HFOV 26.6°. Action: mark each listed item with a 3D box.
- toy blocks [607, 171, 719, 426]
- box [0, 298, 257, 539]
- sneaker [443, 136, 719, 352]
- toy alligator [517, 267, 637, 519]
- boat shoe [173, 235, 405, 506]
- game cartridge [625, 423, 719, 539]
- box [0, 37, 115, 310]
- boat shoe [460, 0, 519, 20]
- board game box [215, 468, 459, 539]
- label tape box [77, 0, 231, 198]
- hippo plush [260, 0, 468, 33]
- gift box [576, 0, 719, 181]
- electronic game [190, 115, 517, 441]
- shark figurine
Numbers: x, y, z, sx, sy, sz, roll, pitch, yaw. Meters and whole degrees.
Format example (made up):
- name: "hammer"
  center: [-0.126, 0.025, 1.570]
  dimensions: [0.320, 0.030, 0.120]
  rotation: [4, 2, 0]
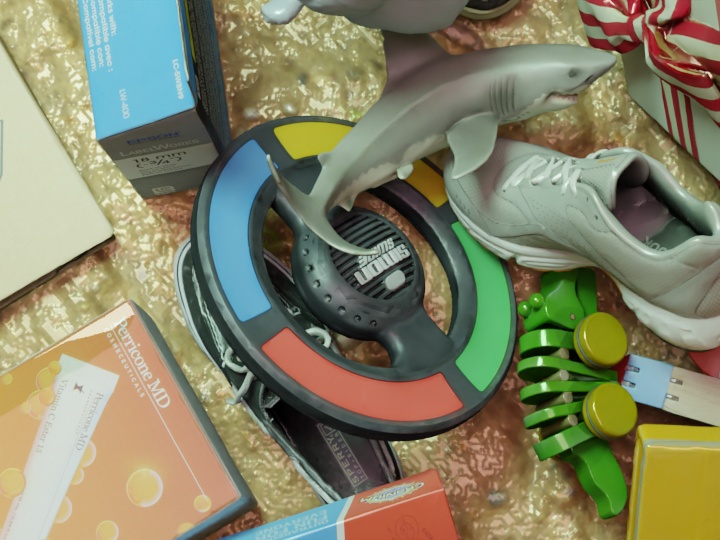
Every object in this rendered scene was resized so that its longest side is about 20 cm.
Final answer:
- name: "toy blocks"
  center: [0.221, 0.014, 0.852]
  dimensions: [0.135, 0.100, 0.203]
  rotation: [16, 89, 17]
- name: "box"
  center: [-0.173, 0.125, 0.830]
  dimensions: [0.199, 0.098, 0.125]
  rotation: [-31, 80, -5]
- name: "sneaker"
  center: [0.123, -0.040, 0.812]
  dimensions: [0.199, 0.092, 0.076]
  rotation: [28, 65, 32]
- name: "toy alligator"
  center: [0.111, 0.038, 0.851]
  dimensions: [0.054, 0.059, 0.203]
  rotation: [4, 70, -26]
- name: "boat shoe"
  center: [-0.042, 0.058, 0.853]
  dimensions: [0.073, 0.068, 0.201]
  rotation: [-29, 81, -4]
- name: "game cartridge"
  center: [0.239, 0.166, 0.807]
  dimensions: [0.197, 0.033, 0.179]
  rotation: [1, 111, -1]
- name: "box"
  center: [-0.262, -0.062, 0.904]
  dimensions: [0.162, 0.021, 0.201]
  rotation: [-31, 80, -4]
- name: "boat shoe"
  center: [0.030, -0.241, 0.907]
  dimensions: [0.071, 0.066, 0.202]
  rotation: [-32, 81, -5]
- name: "board game box"
  center: [-0.001, 0.225, 0.806]
  dimensions: [0.151, 0.040, 0.202]
  rotation: [-18, 99, -2]
- name: "label tape box"
  center: [-0.117, -0.135, 0.823]
  dimensions: [0.062, 0.200, 0.146]
  rotation: [-9, 79, 0]
- name: "hippo plush"
  center: [0.011, -0.211, 0.767]
  dimensions: [0.158, 0.199, 0.163]
  rotation: [-28, 63, 33]
- name: "gift box"
  center: [0.215, -0.171, 0.808]
  dimensions: [0.185, 0.185, 0.202]
  rotation: [-22, 116, -4]
- name: "electronic game"
  center: [0.000, 0.000, 0.832]
  dimensions: [0.198, 0.042, 0.202]
  rotation: [17, 51, -22]
- name: "shark figurine"
  center: [0.019, -0.089, 0.823]
  dimensions: [0.213, 0.128, 0.090]
  rotation: [-31, 111, -25]
